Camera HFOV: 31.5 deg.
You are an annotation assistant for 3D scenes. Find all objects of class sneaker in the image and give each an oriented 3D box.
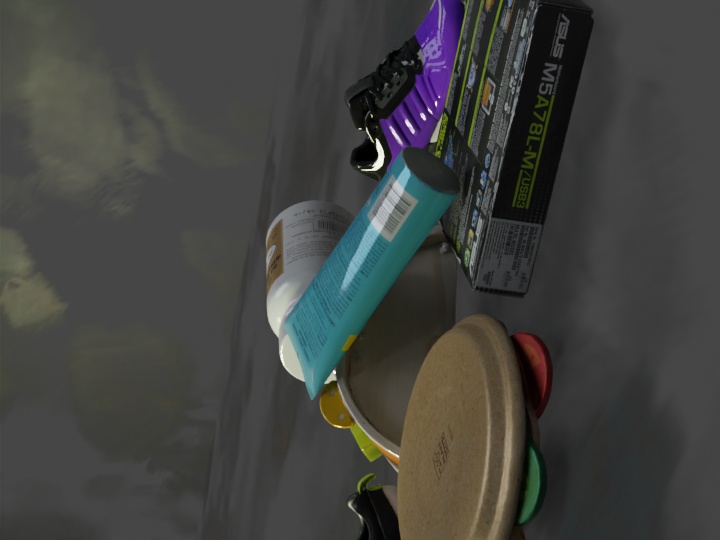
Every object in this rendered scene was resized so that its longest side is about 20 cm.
[{"bbox_3d":[0.037,-0.158,1.119,0.070,0.098,0.202,-99,20,-52],"label":"sneaker"},{"bbox_3d":[0.008,0.264,1.015,0.072,0.082,0.203,159,118,-78],"label":"sneaker"}]

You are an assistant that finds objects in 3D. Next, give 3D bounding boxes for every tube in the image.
[{"bbox_3d":[0.000,0.000,0.947,0.201,0.050,0.078,-54,37,29],"label":"tube"}]

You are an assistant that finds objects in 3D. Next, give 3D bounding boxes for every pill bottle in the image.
[{"bbox_3d":[-0.047,0.024,1.398,0.201,0.113,0.115,-96,18,-52],"label":"pill bottle"}]

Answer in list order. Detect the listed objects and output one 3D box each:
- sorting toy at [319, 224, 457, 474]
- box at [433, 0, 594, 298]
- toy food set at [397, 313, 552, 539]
[{"bbox_3d":[0.031,0.089,1.056,0.180,0.105,0.202,78,-166,-66],"label":"sorting toy"},{"bbox_3d":[0.100,-0.110,0.911,0.193,0.047,0.202,-103,22,-68],"label":"box"},{"bbox_3d":[0.075,0.125,0.842,0.200,0.048,0.200,-124,45,-68],"label":"toy food set"}]
